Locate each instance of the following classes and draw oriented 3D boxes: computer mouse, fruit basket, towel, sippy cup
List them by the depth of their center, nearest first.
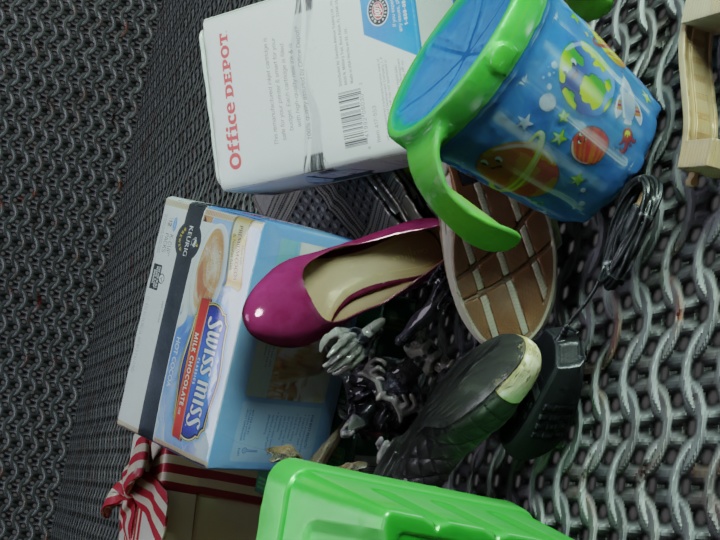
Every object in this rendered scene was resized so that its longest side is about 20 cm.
[{"bbox_3d":[0.010,0.203,0.749,0.215,0.214,0.157,159,123,-67],"label":"fruit basket"},{"bbox_3d":[0.138,0.034,0.761,0.059,0.034,0.201,-92,24,-62],"label":"computer mouse"},{"bbox_3d":[0.106,-0.101,0.766,0.178,0.130,0.140,-55,17,8],"label":"sippy cup"},{"bbox_3d":[-0.021,-0.051,1.119,0.193,0.034,0.200,56,142,20],"label":"towel"}]

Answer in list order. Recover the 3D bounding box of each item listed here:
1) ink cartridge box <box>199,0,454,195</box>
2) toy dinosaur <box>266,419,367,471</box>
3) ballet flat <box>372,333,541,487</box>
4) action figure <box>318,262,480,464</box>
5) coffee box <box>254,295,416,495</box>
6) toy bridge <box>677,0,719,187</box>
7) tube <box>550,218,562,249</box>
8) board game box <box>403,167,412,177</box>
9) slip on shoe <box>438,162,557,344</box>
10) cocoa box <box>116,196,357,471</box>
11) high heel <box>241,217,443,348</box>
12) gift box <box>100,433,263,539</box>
[{"bbox_3d":[-0.021,-0.150,1.013,0.199,0.086,0.148,-9,86,31],"label":"ink cartridge box"},{"bbox_3d":[-0.032,0.219,0.987,0.136,0.085,0.201,87,178,-47],"label":"toy dinosaur"},{"bbox_3d":[0.066,0.106,0.816,0.200,0.057,0.067,-55,9,45],"label":"ballet flat"},{"bbox_3d":[0.024,0.081,0.927,0.119,0.102,0.200,50,133,10],"label":"action figure"},{"bbox_3d":[-0.023,0.110,1.083,0.122,0.044,0.202,10,89,48],"label":"coffee box"},{"bbox_3d":[0.206,-0.145,0.698,0.067,0.027,0.202,-170,94,-73],"label":"toy bridge"},{"bbox_3d":[0.107,-0.076,0.911,0.058,0.051,0.201,64,-165,-52],"label":"tube"},{"bbox_3d":[-0.007,-0.099,1.198,0.200,0.047,0.102,-39,32,55],"label":"board game box"},{"bbox_3d":[0.084,-0.041,0.847,0.061,0.075,0.202,70,-175,-74],"label":"slip on shoe"},{"bbox_3d":[-0.095,0.054,1.040,0.131,0.133,0.202,15,92,44],"label":"cocoa box"},{"bbox_3d":[0.000,0.000,0.950,0.096,0.199,0.068,-29,89,43],"label":"high heel"},{"bbox_3d":[-0.142,0.231,1.184,0.185,0.185,0.201,130,149,-52],"label":"gift box"}]
